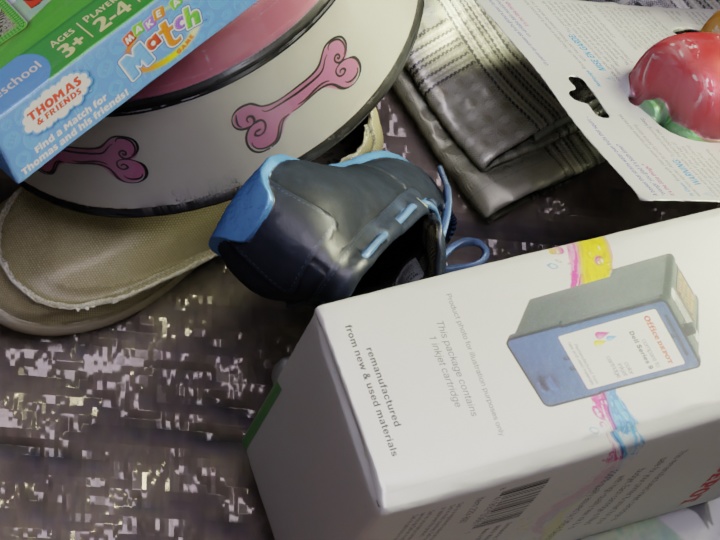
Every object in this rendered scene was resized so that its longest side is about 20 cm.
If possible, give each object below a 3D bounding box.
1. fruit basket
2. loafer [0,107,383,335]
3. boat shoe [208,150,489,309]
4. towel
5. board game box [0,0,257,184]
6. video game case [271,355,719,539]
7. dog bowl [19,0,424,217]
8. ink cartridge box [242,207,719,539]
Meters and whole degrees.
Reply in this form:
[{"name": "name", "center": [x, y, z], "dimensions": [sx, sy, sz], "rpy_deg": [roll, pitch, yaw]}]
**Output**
[{"name": "fruit basket", "center": [0.169, -0.066, 1.124], "dimensions": [0.199, 0.094, 0.185], "rpy_deg": [-4, 33, -21]}, {"name": "loafer", "center": [-0.075, -0.038, 1.102], "dimensions": [0.200, 0.068, 0.076], "rpy_deg": [-27, 76, -24]}, {"name": "boat shoe", "center": [0.000, 0.000, 1.055], "dimensions": [0.069, 0.084, 0.200], "rpy_deg": [37, 18, 15]}, {"name": "towel", "center": [0.086, -0.140, 1.213], "dimensions": [0.192, 0.035, 0.200], "rpy_deg": [-27, 76, -25]}, {"name": "board game box", "center": [-0.134, -0.133, 1.038], "dimensions": [0.151, 0.037, 0.200], "rpy_deg": [-39, 47, -15]}, {"name": "video game case", "center": [0.078, 0.108, 1.106], "dimensions": [0.199, 0.022, 0.183], "rpy_deg": [-8, 69, -19]}, {"name": "dog bowl", "center": [-0.078, -0.120, 1.081], "dimensions": [0.199, 0.074, 0.201], "rpy_deg": [-11, 46, 12]}, {"name": "ink cartridge box", "center": [0.069, 0.056, 1.032], "dimensions": [0.199, 0.145, 0.088], "rpy_deg": [-12, 70, -19]}]
